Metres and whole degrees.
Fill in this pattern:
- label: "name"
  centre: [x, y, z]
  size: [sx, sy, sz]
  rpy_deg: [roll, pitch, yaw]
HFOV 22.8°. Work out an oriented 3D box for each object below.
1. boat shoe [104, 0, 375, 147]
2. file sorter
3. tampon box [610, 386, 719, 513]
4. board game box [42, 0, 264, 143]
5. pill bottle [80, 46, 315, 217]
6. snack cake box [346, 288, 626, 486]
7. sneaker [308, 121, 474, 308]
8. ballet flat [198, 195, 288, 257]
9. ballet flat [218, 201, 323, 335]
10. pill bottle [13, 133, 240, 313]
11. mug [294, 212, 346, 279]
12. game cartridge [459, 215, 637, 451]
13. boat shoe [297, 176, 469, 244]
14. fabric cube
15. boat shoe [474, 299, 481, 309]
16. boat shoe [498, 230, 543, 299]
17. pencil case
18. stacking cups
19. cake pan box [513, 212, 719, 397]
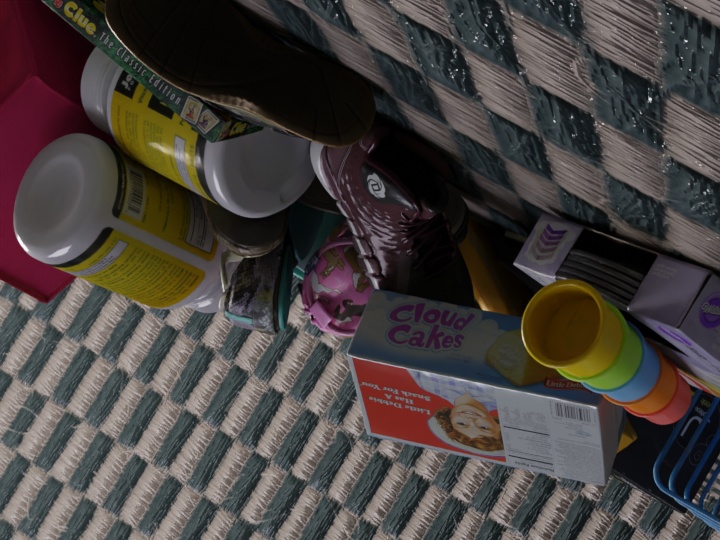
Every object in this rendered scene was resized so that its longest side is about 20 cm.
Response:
- label: "boat shoe"
  centre: [-0.084, -0.137, 1.232]
  size: [0.200, 0.073, 0.065]
  rpy_deg: [31, 171, 2]
- label: "file sorter"
  centre: [0.362, 0.185, 1.584]
  size: [0.139, 0.123, 0.200]
  rpy_deg: [29, 176, 33]
- label: "tampon box"
  centre: [0.234, 0.121, 1.710]
  size: [0.150, 0.126, 0.200]
  rpy_deg: [32, 175, -30]
- label: "board game box"
  centre: [-0.158, -0.166, 1.291]
  size: [0.200, 0.023, 0.105]
  rpy_deg: [40, -159, 7]
- label: "pill bottle"
  centre: [-0.131, -0.125, 1.437]
  size: [0.200, 0.114, 0.114]
  rpy_deg: [27, 175, 42]
- label: "snack cake box"
  centre: [0.099, 0.090, 1.374]
  size: [0.200, 0.067, 0.115]
  rpy_deg: [11, 146, 18]
- label: "sneaker"
  centre: [0.043, -0.030, 1.350]
  size: [0.200, 0.076, 0.115]
  rpy_deg: [54, 159, -22]
- label: "ballet flat"
  centre: [-0.107, -0.060, 1.479]
  size: [0.200, 0.067, 0.046]
  rpy_deg: [-126, 29, -53]
- label: "ballet flat"
  centre: [-0.079, -0.021, 1.490]
  size: [0.072, 0.072, 0.200]
  rpy_deg: [32, -145, -11]
- label: "pill bottle"
  centre: [-0.187, -0.032, 1.526]
  size: [0.112, 0.112, 0.200]
  rpy_deg: [27, 180, 44]
- label: "mug"
  centre: [-0.042, -0.055, 1.665]
  size: [0.152, 0.114, 0.185]
  rpy_deg: [32, 176, -6]
- label: "game cartridge"
  centre: [0.154, 0.057, 1.547]
  size: [0.176, 0.032, 0.200]
  rpy_deg: [35, -156, -47]
- label: "boat shoe"
  centre: [0.001, -0.068, 1.486]
  size: [0.200, 0.073, 0.063]
  rpy_deg: [24, 171, 22]
- label: "fabric cube"
  centre: [-0.307, -0.131, 1.606]
  size: [0.200, 0.196, 0.199]
  rpy_deg: [34, -156, -44]
- label: "boat shoe"
  centre: [0.100, 0.048, 1.587]
  size: [0.060, 0.076, 0.200]
  rpy_deg: [50, -166, 29]
- label: "boat shoe"
  centre: [0.180, 0.032, 1.478]
  size: [0.201, 0.063, 0.074]
  rpy_deg: [36, 175, -38]
- label: "pencil case"
  centre: [0.000, 0.000, 1.512]
  size: [0.086, 0.083, 0.200]
  rpy_deg: [9, -170, 5]
- label: "stacking cups"
  centre: [0.179, 0.066, 1.216]
  size: [0.060, 0.061, 0.200]
  rpy_deg: [28, 177, 37]
- label: "cake pan box"
  centre: [0.228, 0.038, 1.261]
  size: [0.200, 0.052, 0.184]
  rpy_deg: [34, 173, -36]
